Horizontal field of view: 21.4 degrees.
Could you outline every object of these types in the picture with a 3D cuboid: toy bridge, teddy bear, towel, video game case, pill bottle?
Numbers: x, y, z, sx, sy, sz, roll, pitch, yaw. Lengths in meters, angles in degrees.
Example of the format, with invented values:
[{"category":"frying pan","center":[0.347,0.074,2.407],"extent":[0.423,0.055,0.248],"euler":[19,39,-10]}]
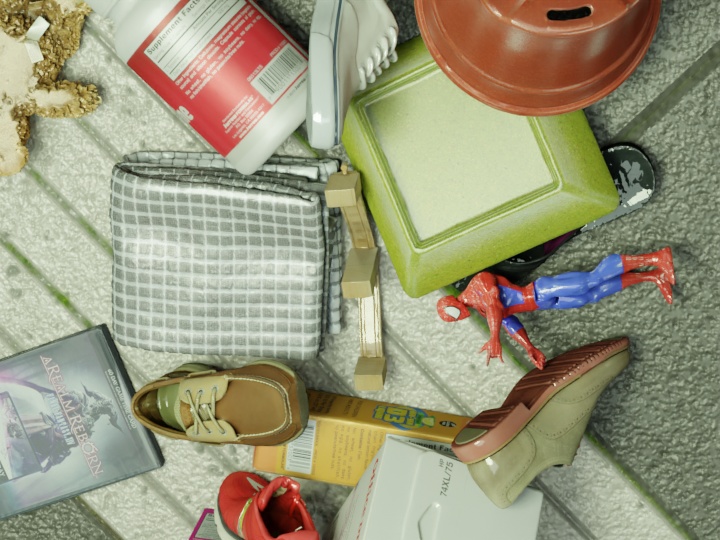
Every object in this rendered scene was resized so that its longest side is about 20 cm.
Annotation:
[{"category":"toy bridge","center":[0.000,0.000,1.623],"extent":[0.027,0.067,0.202],"euler":[-3,118,10]},{"category":"teddy bear","center":[-0.288,-0.183,1.623],"extent":[0.144,0.067,0.202],"euler":[5,102,-3]},{"category":"towel","center":[-0.115,-0.011,1.632],"extent":[0.198,0.086,0.167],"euler":[4,109,7]},{"category":"video game case","center":[-0.295,0.144,1.745],"extent":[0.198,0.019,0.144],"euler":[-19,104,15]},{"category":"pill bottle","center":[-0.127,-0.184,1.564],"extent":[0.200,0.112,0.112],"euler":[44,109,-6]}]

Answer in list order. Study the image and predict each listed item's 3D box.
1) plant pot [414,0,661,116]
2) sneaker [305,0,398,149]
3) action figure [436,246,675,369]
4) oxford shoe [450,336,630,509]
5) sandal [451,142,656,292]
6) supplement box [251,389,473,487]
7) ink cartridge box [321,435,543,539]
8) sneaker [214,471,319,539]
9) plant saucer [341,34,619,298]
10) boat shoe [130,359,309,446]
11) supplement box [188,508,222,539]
[{"category":"plant pot","center":[0.140,-0.231,1.431],"extent":[0.199,0.195,0.203],"euler":[0,85,1]},{"category":"sneaker","center":[-0.005,-0.179,1.512],"extent":[0.070,0.201,0.073],"euler":[6,144,0]},{"category":"action figure","center":[0.163,0.041,1.585],"extent":[0.198,0.065,0.100],"euler":[-5,64,4]},{"category":"oxford shoe","center":[0.161,0.124,1.592],"extent":[0.070,0.199,0.075],"euler":[-14,107,60]},{"category":"sandal","center":[0.153,-0.044,1.598],"extent":[0.200,0.048,0.076],"euler":[-31,100,17]},{"category":"supplement box","center":[0.009,0.152,1.674],"extent":[0.198,0.067,0.069],"euler":[11,107,5]},{"category":"ink cartridge box","center":[0.045,0.266,1.609],"extent":[0.145,0.148,0.200],"euler":[20,143,-7]},{"category":"sneaker","center":[-0.072,0.212,1.643],"extent":[0.076,0.200,0.086],"euler":[-2,110,-21]},{"category":"plant saucer","center":[0.084,-0.103,1.563],"extent":[0.198,0.048,0.201],"euler":[-24,87,15]},{"category":"boat shoe","center":[-0.124,0.120,1.629],"extent":[0.199,0.073,0.076],"euler":[-6,95,50]},{"category":"supplement box","center":[-0.113,0.299,1.669],"extent":[0.102,0.200,0.102],"euler":[7,108,8]}]
